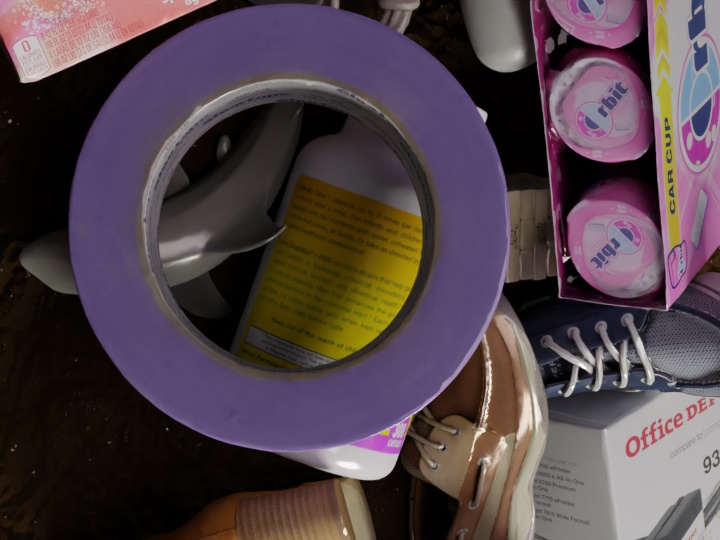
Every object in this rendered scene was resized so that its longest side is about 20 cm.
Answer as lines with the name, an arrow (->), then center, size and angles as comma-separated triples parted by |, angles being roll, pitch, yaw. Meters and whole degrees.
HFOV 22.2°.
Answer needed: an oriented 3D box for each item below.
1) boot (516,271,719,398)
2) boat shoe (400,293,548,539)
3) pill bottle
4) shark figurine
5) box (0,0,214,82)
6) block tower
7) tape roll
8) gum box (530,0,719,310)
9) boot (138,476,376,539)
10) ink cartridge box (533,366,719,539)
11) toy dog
boot -> 0.144, 0.047, 1.017 | 0.090, 0.200, 0.073 | -23, 101, -25
boat shoe -> 0.058, 0.095, 1.026 | 0.071, 0.076, 0.201 | -17, 126, -19
pill bottle -> 0.000, 0.000, 0.962 | 0.104, 0.104, 0.201 | 18, 93, -35
shark figurine -> -0.058, -0.051, 0.930 | 0.128, 0.089, 0.215 | 42, 78, -34
box -> -0.090, -0.176, 0.839 | 0.199, 0.103, 0.095 | -25, 115, -7
block tower -> 0.117, -0.028, 1.071 | 0.199, 0.054, 0.058 | -8, 105, -32
tape roll -> -0.033, -0.018, 0.854 | 0.198, 0.085, 0.202 | 0, 88, -1
gum box -> 0.147, -0.096, 0.967 | 0.113, 0.066, 0.202 | -40, 128, -52
boot -> -0.065, 0.157, 0.975 | 0.143, 0.201, 0.071 | -17, 71, 4
ink cartridge box -> 0.171, 0.152, 1.114 | 0.145, 0.083, 0.202 | -25, 113, -40
toy dog -> 0.052, -0.212, 0.967 | 0.096, 0.131, 0.202 | -42, 135, -65
